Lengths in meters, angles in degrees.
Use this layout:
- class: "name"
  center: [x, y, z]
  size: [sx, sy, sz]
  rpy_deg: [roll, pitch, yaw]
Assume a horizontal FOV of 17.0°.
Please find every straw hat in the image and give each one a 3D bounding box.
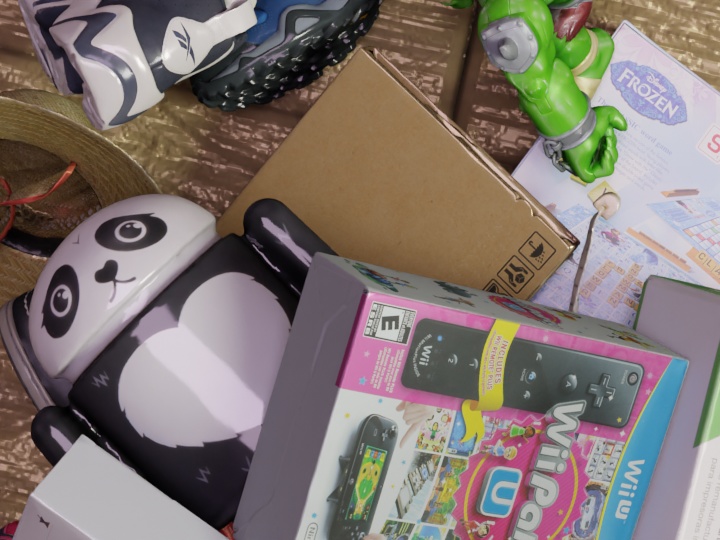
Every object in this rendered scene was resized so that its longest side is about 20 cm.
- class: "straw hat"
  center: [-0.185, -0.054, 1.363]
  size: [0.199, 0.202, 0.085]
  rpy_deg: [11, 45, 4]

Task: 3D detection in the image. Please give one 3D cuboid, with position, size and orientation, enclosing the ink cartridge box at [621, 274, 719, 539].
- class: "ink cartridge box"
  center: [0.234, 0.095, 1.284]
  size: [0.199, 0.084, 0.146]
  rpy_deg: [12, 93, -32]

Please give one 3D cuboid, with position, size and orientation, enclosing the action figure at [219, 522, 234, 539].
- class: "action figure"
  center: [-0.052, 0.221, 1.315]
  size: [0.065, 0.099, 0.201]
  rpy_deg: [-28, 116, 6]

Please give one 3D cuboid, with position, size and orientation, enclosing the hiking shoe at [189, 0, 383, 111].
- class: "hiking shoe"
  center: [-0.026, -0.171, 1.377]
  size: [0.200, 0.074, 0.087]
  rpy_deg: [-38, 78, -8]

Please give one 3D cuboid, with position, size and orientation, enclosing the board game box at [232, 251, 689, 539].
- class: "board game box"
  center: [0.051, 0.087, 1.196]
  size: [0.199, 0.064, 0.149]
  rpy_deg: [12, 99, -33]

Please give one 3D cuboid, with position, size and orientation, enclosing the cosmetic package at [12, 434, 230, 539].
- class: "cosmetic package"
  center: [-0.116, 0.190, 1.228]
  size: [0.150, 0.200, 0.052]
  rpy_deg: [36, 51, 7]

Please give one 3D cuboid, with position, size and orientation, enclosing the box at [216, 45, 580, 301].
- class: "box"
  center: [0.000, 0.000, 1.350]
  size: [0.163, 0.021, 0.200]
  rpy_deg: [43, 112, 5]

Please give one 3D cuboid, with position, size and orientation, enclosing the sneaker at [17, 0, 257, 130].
- class: "sneaker"
  center: [-0.119, -0.154, 1.335]
  size: [0.129, 0.199, 0.080]
  rpy_deg: [-25, 114, -11]

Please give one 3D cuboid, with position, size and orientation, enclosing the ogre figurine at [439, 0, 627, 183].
- class: "ogre figurine"
  center: [0.097, -0.161, 1.315]
  size: [0.097, 0.120, 0.202]
  rpy_deg: [5, 74, 32]

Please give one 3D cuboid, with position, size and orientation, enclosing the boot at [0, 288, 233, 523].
- class: "boot"
  center: [-0.090, 0.059, 1.343]
  size: [0.153, 0.073, 0.204]
  rpy_deg: [-39, 94, 18]

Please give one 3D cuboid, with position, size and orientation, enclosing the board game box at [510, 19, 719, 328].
- class: "board game box"
  center: [0.169, -0.002, 1.365]
  size: [0.200, 0.041, 0.200]
  rpy_deg: [38, 91, 4]

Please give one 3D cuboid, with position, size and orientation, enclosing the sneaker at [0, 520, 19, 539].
- class: "sneaker"
  center: [-0.148, 0.225, 1.355]
  size: [0.200, 0.081, 0.075]
  rpy_deg: [39, 88, 5]

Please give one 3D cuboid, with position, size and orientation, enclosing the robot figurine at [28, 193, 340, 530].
- class: "robot figurine"
  center: [-0.079, 0.053, 1.239]
  size: [0.200, 0.150, 0.125]
  rpy_deg: [46, 132, 0]

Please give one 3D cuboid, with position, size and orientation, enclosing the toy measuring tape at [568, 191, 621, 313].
- class: "toy measuring tape"
  center: [0.136, 0.061, 1.307]
  size: [0.073, 0.074, 0.202]
  rpy_deg: [14, 98, 4]
